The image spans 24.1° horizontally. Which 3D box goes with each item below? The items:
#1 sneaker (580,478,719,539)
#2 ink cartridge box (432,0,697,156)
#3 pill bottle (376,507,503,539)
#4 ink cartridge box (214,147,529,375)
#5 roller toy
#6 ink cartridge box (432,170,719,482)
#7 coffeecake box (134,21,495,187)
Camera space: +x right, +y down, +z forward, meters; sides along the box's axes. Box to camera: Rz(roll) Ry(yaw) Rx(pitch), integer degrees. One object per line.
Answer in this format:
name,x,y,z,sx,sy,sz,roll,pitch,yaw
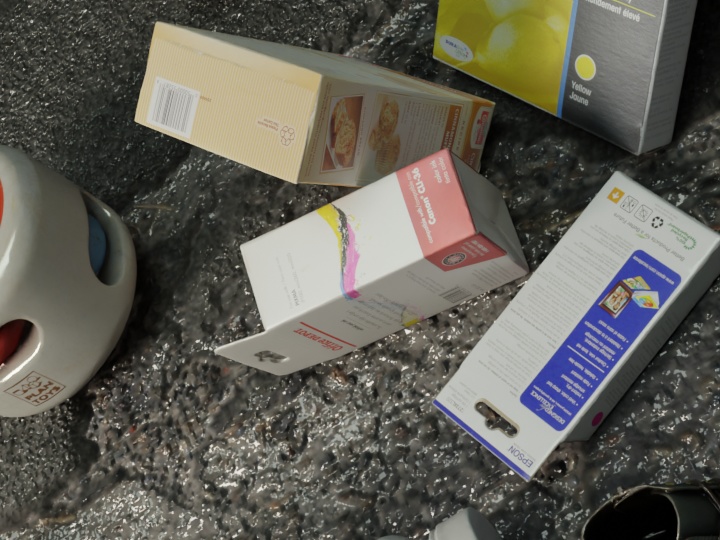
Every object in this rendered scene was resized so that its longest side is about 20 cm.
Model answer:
sneaker,0.229,0.143,0.949,0.199,0.106,0.075,-26,56,16
ink cartridge box,0.140,-0.206,1.140,0.047,0.201,0.197,-23,40,-37
pill bottle,0.008,0.232,1.027,0.199,0.111,0.111,-36,54,10
ink cartridge box,0.000,0.000,1.140,0.199,0.116,0.068,-25,69,16
roller toy,-0.267,0.013,1.276,0.182,0.140,0.201,14,76,45
ink cartridge box,0.144,0.038,1.096,0.200,0.037,0.095,-50,54,-4
coffeecake box,-0.028,-0.109,1.159,0.153,0.199,0.074,22,103,36
